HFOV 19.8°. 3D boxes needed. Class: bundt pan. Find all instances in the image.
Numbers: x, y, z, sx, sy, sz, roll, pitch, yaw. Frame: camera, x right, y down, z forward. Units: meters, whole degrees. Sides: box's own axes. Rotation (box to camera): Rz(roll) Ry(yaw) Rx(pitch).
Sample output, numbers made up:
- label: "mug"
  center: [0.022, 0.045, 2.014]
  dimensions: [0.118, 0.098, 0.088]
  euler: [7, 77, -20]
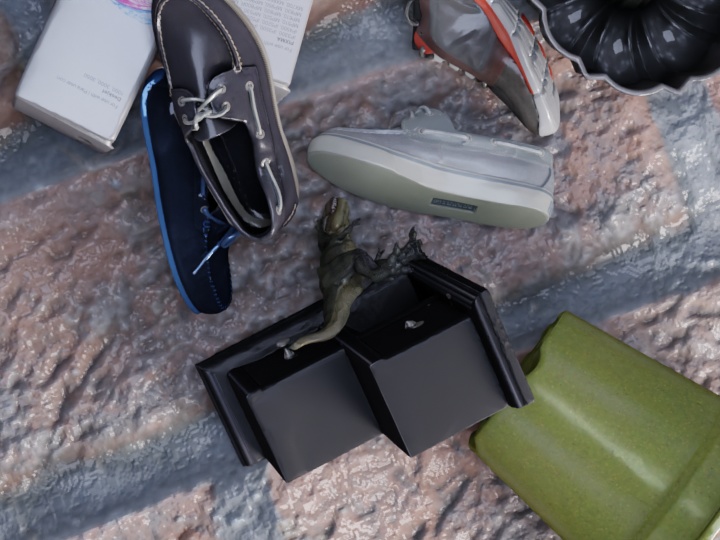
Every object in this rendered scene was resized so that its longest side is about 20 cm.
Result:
- label: "bundt pan"
  center: [0.218, -0.235, 1.633]
  dimensions: [0.200, 0.076, 0.204]
  euler: [0, 89, -10]

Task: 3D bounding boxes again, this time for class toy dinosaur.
- label: "toy dinosaur"
  center: [0.000, 0.000, 1.540]
  dimensions: [0.087, 0.201, 0.048]
  euler: [-20, 115, 15]

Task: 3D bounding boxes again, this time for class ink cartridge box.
- label: "ink cartridge box"
  center: [-0.182, -0.195, 1.528]
  dimensions: [0.084, 0.144, 0.202]
  euler: [24, 86, -9]
- label: "ink cartridge box"
  center: [-0.072, -0.236, 1.546]
  dimensions: [0.082, 0.147, 0.202]
  euler: [15, 87, -7]

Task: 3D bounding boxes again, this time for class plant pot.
- label: "plant pot"
  center: [0.191, 0.135, 1.584]
  dimensions: [0.184, 0.200, 0.201]
  euler: [37, 84, 4]

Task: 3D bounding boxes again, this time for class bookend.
- label: "bookend"
  center: [-0.002, 0.082, 1.528]
  dimensions: [0.199, 0.199, 0.093]
  euler: [-27, 104, -8]

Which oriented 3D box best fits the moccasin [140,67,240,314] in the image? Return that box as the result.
- label: "moccasin"
  center: [-0.115, -0.054, 1.539]
  dimensions: [0.067, 0.081, 0.202]
  euler: [-5, 124, 8]

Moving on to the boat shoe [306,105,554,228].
- label: "boat shoe"
  center: [0.057, -0.088, 1.616]
  dimensions: [0.199, 0.070, 0.072]
  euler: [13, 68, -8]

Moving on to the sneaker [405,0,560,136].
- label: "sneaker"
  center: [0.085, -0.185, 1.625]
  dimensions: [0.081, 0.077, 0.201]
  euler: [-31, 95, 19]

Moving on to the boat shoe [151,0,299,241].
- label: "boat shoe"
  center: [-0.095, -0.112, 1.452]
  dimensions: [0.072, 0.063, 0.201]
  euler: [-15, 115, 15]
